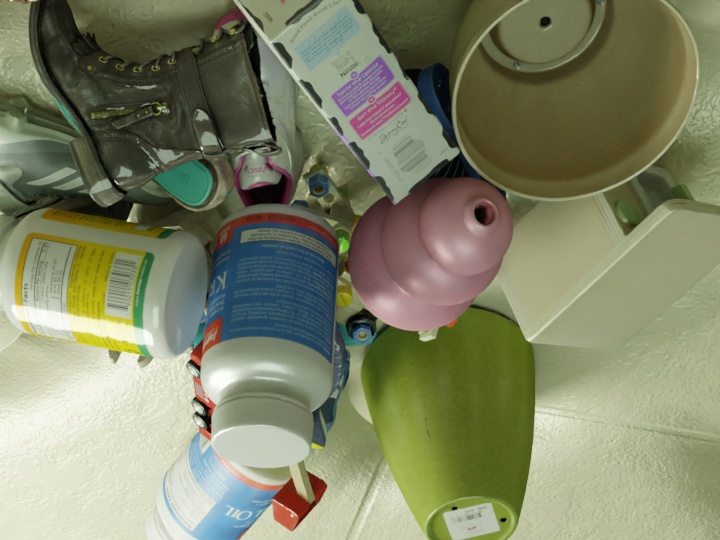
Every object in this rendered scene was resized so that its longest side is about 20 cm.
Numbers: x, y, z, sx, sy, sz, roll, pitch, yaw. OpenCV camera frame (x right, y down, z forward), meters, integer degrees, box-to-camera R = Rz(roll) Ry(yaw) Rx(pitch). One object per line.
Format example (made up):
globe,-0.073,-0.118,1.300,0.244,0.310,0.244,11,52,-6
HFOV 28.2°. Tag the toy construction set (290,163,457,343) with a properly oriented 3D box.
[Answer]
toy construction set,0.000,0.000,1.357,0.199,0.092,0.131,35,119,-11

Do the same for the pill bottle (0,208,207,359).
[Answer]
pill bottle,-0.243,0.007,1.250,0.197,0.113,0.114,9,135,13

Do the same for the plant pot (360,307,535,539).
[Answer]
plant pot,0.098,0.175,1.446,0.185,0.201,0.188,-2,135,-2

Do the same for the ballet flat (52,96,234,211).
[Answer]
ballet flat,-0.187,-0.121,1.236,0.200,0.067,0.068,43,113,11

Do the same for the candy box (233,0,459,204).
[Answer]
candy box,-0.025,-0.173,1.122,0.071,0.168,0.200,-38,134,3

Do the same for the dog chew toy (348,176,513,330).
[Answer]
dog chew toy,0.065,-0.021,1.214,0.123,0.126,0.200,14,163,-15

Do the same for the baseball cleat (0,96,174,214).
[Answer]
baseball cleat,-0.264,-0.087,1.282,0.198,0.070,0.107,24,121,-10

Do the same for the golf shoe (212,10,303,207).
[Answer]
golf shoe,-0.086,-0.126,1.239,0.074,0.092,0.201,-7,132,6

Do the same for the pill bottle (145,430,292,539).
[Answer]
pill bottle,-0.153,0.235,1.556,0.111,0.113,0.200,23,129,-22

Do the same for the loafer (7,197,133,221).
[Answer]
loafer,-0.297,-0.021,1.344,0.199,0.063,0.072,-31,129,23

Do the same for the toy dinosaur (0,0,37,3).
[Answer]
toy dinosaur,-0.231,-0.254,1.125,0.198,0.087,0.136,-5,147,-22

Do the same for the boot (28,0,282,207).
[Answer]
boot,-0.163,-0.161,1.165,0.172,0.069,0.202,-22,89,10

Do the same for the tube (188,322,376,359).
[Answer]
tube,-0.076,0.055,1.439,0.197,0.051,0.078,-5,140,-12

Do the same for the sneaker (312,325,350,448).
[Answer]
sneaker,-0.047,0.094,1.402,0.073,0.083,0.201,21,145,5

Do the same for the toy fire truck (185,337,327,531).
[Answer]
toy fire truck,-0.099,0.156,1.399,0.140,0.049,0.201,34,148,22

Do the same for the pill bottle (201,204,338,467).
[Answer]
pill bottle,-0.076,0.056,1.209,0.111,0.202,0.113,2,148,1

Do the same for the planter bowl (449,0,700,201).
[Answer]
planter bowl,0.160,-0.177,1.166,0.197,0.135,0.202,-4,129,-5

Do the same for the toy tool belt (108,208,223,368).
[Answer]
toy tool belt,-0.202,0.028,1.354,0.199,0.124,0.125,-26,129,21

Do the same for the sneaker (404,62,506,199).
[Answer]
sneaker,0.070,-0.103,1.290,0.077,0.071,0.201,-9,134,25

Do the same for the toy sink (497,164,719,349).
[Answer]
toy sink,0.235,-0.032,1.306,0.129,0.113,0.200,6,140,-39
